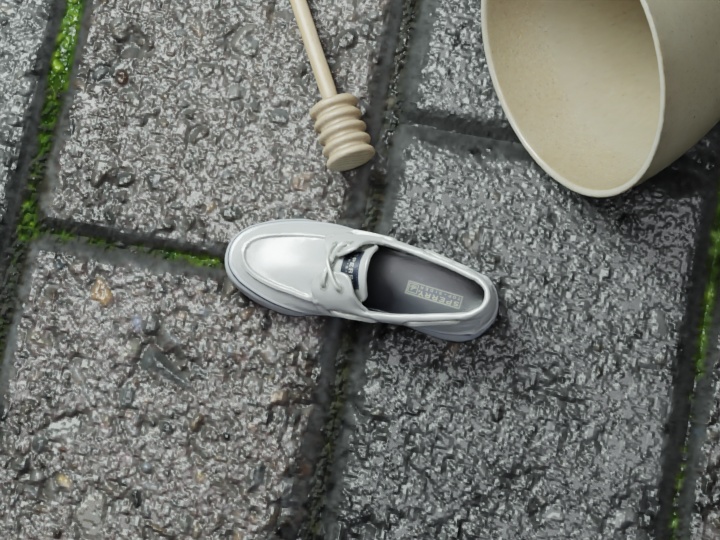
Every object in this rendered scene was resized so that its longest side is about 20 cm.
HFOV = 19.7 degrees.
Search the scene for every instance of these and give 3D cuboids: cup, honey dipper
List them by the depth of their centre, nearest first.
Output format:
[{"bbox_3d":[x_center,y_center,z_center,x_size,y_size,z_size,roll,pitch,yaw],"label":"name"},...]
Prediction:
[{"bbox_3d":[0.198,-0.167,1.436,0.143,0.200,0.201,-20,75,-28],"label":"cup"},{"bbox_3d":[-0.038,-0.169,1.516,0.038,0.038,0.201,-19,74,-1],"label":"honey dipper"}]

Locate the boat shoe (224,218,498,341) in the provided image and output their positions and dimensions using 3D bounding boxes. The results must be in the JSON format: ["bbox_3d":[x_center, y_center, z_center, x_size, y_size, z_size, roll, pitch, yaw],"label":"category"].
[{"bbox_3d":[0.000,0.000,1.458,0.199,0.065,0.074,8,78,5],"label":"boat shoe"}]
